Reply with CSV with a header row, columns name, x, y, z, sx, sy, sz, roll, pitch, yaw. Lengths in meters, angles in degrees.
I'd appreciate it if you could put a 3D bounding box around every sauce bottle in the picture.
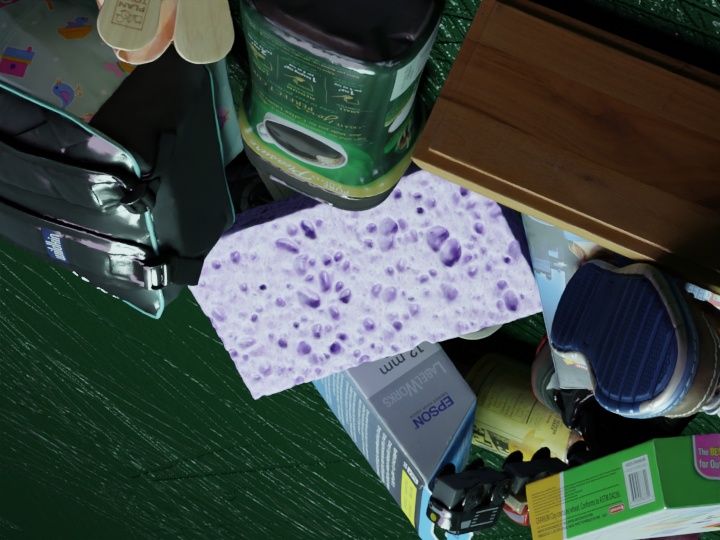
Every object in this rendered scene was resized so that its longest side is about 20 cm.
name,x,y,z,sx,sy,sz,roll,pitch,yaw
sauce bottle,0.084,0.085,1.899,0.200,0.066,0.066,21,158,35

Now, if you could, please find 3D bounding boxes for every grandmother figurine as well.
name,x,y,z,sx,sy,sz,roll,pitch,yaw
grandmother figurine,-0.128,-0.162,1.523,0.121,0.061,0.200,18,-165,-20

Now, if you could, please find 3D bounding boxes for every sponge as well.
name,x,y,z,sx,sy,sz,roll,pitch,yaw
sponge,0.000,0.000,1.685,0.200,0.030,0.112,-18,116,20

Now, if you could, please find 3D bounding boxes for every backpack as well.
name,x,y,z,sx,sy,sz,roll,pitch,yaw
backpack,-0.171,-0.091,1.639,0.200,0.154,0.176,17,149,19

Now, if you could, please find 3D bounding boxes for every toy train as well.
name,x,y,z,sx,sy,sz,roll,pitch,yaw
toy train,0.106,0.133,1.740,0.034,0.046,0.200,34,-157,32

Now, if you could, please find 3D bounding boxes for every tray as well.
name,x,y,z,sx,sy,sz,roll,pitch,yaw
tray,0.136,-0.061,1.439,0.200,0.099,0.037,23,177,16

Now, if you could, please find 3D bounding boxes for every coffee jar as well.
name,x,y,z,sx,sy,sz,roll,pitch,yaw
coffee jar,-0.013,-0.109,1.552,0.104,0.085,0.200,26,158,7

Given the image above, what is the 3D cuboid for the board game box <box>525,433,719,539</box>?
name,x,y,z,sx,sy,sz,roll,pitch,yaw
board game box,0.219,0.123,1.668,0.200,0.040,0.153,-3,168,-27

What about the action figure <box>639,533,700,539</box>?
name,x,y,z,sx,sy,sz,roll,pitch,yaw
action figure,0.163,0.201,1.868,0.149,0.200,0.134,28,159,8

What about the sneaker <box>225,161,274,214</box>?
name,x,y,z,sx,sy,sz,roll,pitch,yaw
sneaker,-0.098,-0.044,1.838,0.200,0.076,0.091,25,164,18

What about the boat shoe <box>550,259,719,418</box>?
name,x,y,z,sx,sy,sz,roll,pitch,yaw
boat shoe,0.156,0.036,1.452,0.072,0.072,0.200,20,-172,-12

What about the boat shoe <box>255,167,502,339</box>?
name,x,y,z,sx,sy,sz,roll,pitch,yaw
boat shoe,0.005,-0.035,1.729,0.200,0.072,0.068,41,-177,-14

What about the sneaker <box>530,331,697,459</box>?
name,x,y,z,sx,sy,sz,roll,pitch,yaw
sneaker,0.149,0.073,1.742,0.071,0.098,0.200,34,160,-16

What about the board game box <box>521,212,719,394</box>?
name,x,y,z,sx,sy,sz,roll,pitch,yaw
board game box,0.177,0.011,1.581,0.200,0.062,0.200,19,151,7

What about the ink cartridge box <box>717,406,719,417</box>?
name,x,y,z,sx,sy,sz,roll,pitch,yaw
ink cartridge box,0.292,0.057,1.405,0.145,0.084,0.200,46,141,5

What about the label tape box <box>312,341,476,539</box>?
name,x,y,z,sx,sy,sz,roll,pitch,yaw
label tape box,0.029,0.087,1.814,0.200,0.066,0.143,53,170,14
